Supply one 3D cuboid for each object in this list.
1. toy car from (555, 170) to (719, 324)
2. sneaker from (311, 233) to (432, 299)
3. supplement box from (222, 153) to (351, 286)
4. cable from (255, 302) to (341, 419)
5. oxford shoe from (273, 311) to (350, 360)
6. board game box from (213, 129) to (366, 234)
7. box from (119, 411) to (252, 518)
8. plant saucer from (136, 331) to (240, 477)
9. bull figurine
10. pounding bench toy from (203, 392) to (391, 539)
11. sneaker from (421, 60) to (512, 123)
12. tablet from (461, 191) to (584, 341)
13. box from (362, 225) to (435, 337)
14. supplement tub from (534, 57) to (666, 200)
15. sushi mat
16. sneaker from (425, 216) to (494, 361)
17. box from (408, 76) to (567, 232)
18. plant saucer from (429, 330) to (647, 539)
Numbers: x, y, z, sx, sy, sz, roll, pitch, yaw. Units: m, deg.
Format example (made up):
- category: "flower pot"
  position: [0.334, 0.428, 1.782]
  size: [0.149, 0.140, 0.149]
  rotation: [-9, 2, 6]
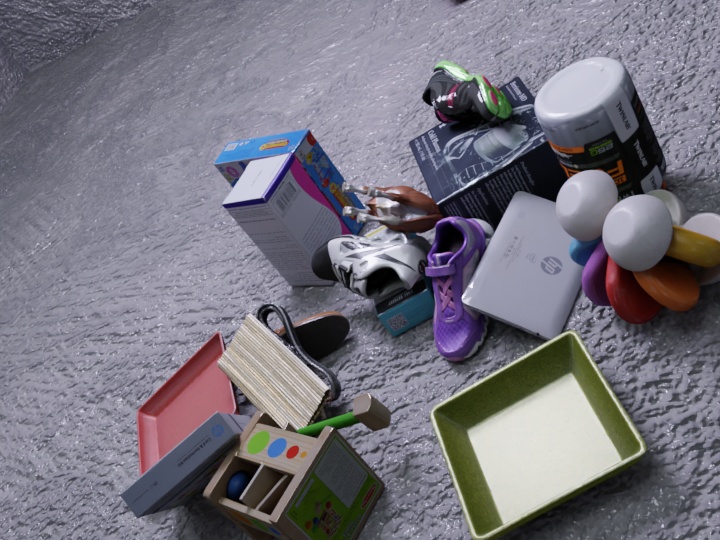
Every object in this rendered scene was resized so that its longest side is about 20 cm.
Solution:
- category: "toy car"
  position: [0.319, -0.019, 1.023]
  size: [0.200, 0.174, 0.151]
  rotation: [44, 119, 55]
- category: "sneaker"
  position: [0.000, 0.000, 1.245]
  size: [0.199, 0.074, 0.089]
  rotation: [-7, 42, 37]
- category: "supplement box"
  position: [-0.110, -0.076, 1.412]
  size: [0.103, 0.200, 0.101]
  rotation: [-4, 45, 41]
- category: "cable"
  position: [-0.092, 0.125, 1.224]
  size: [0.097, 0.050, 0.201]
  rotation: [-29, 70, 22]
- category: "oxford shoe"
  position: [-0.105, 0.103, 1.316]
  size: [0.199, 0.071, 0.071]
  rotation: [-27, 30, 18]
- category: "board game box"
  position: [-0.117, -0.138, 1.495]
  size: [0.199, 0.196, 0.056]
  rotation: [-1, 48, 42]
- category: "box"
  position: [-0.211, 0.250, 1.150]
  size: [0.156, 0.041, 0.200]
  rotation: [-40, -10, -4]
- category: "plant saucer"
  position: [-0.254, 0.218, 1.319]
  size: [0.200, 0.037, 0.200]
  rotation: [-44, 33, 12]
- category: "bull figurine"
  position: [0.042, -0.089, 1.249]
  size: [0.200, 0.121, 0.066]
  rotation: [-168, 85, -71]
- category: "pounding bench toy"
  position: [-0.066, 0.234, 1.076]
  size: [0.155, 0.124, 0.200]
  rotation: [4, 52, 45]
- category: "sneaker"
  position: [0.152, -0.244, 1.284]
  size: [0.084, 0.077, 0.200]
  rotation: [-53, 29, 6]
- category: "tablet"
  position: [0.226, -0.011, 1.139]
  size: [0.130, 0.014, 0.200]
  rotation: [23, 61, 15]
- category: "box"
  position: [0.056, 0.003, 1.302]
  size: [0.082, 0.049, 0.200]
  rotation: [-29, 35, 12]
- category: "supplement tub"
  position: [0.313, -0.159, 1.124]
  size: [0.122, 0.200, 0.123]
  rotation: [-25, 35, 19]
- category: "sushi mat"
  position: [-0.123, 0.148, 1.213]
  size: [0.200, 0.012, 0.096]
  rotation: [38, 99, 39]
- category: "sneaker"
  position: [0.120, 0.016, 1.156]
  size: [0.080, 0.088, 0.201]
  rotation: [-4, 71, 34]
- category: "box"
  position: [0.197, -0.151, 1.293]
  size: [0.196, 0.124, 0.200]
  rotation: [-29, 35, 9]
- category: "plant saucer"
  position: [0.192, 0.186, 0.966]
  size: [0.199, 0.048, 0.200]
  rotation: [-31, 35, 9]
